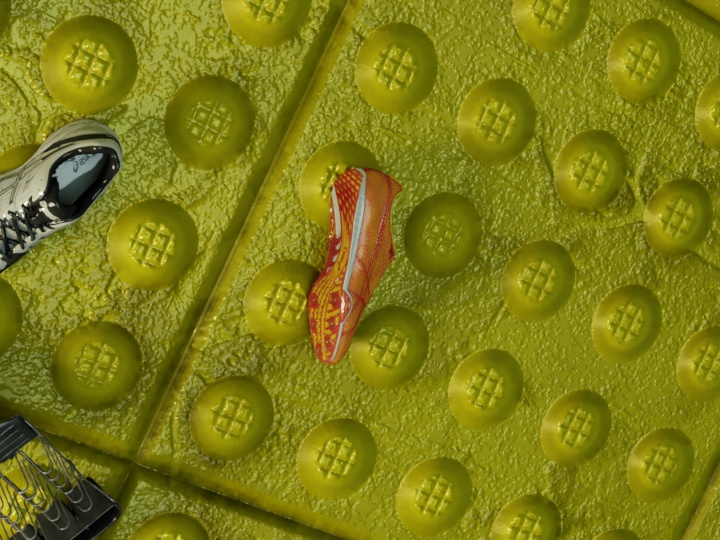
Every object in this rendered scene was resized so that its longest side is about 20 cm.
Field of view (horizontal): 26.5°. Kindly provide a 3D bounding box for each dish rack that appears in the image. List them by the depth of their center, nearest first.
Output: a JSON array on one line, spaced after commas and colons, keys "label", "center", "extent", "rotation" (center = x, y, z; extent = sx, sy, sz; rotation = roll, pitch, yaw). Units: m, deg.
[{"label": "dish rack", "center": [-0.323, 0.218, 1.403], "extent": [0.153, 0.055, 0.200], "rotation": [-39, 148, -8]}]

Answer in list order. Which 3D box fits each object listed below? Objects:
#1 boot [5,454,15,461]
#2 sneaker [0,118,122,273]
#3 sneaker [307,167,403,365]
[{"label": "boot", "center": [-0.435, 0.177, 1.384], "extent": [0.200, 0.066, 0.165], "rotation": [-46, 107, -9]}, {"label": "sneaker", "center": [-0.296, -0.059, 1.370], "extent": [0.200, 0.088, 0.076], "rotation": [-45, 117, -5]}, {"label": "sneaker", "center": [0.000, 0.000, 1.517], "extent": [0.077, 0.073, 0.201], "rotation": [8, 103, -34]}]
